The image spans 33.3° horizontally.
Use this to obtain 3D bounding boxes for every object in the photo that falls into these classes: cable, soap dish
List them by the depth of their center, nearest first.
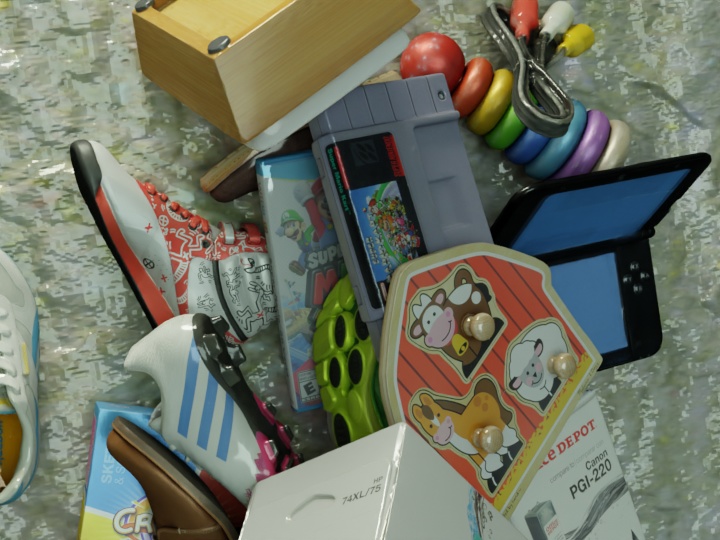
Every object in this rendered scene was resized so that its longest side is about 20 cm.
[{"bbox_3d":[-0.072,-0.179,0.881,0.157,0.200,0.081,-38,126,-11],"label":"soap dish"},{"bbox_3d":[0.140,-0.177,0.967,0.097,0.200,0.050,28,121,-4],"label":"cable"}]

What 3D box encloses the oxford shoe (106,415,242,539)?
[{"bbox_3d":[-0.131,0.195,0.901,0.071,0.071,0.200,-39,103,-6],"label":"oxford shoe"}]

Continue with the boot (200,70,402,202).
[{"bbox_3d":[-0.010,-0.052,0.967,0.200,0.072,0.167,-27,97,-17],"label":"boot"}]

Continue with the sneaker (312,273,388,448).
[{"bbox_3d":[0.018,0.094,0.925,0.083,0.074,0.200,-11,94,-43],"label":"sneaker"}]

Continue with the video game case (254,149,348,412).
[{"bbox_3d":[0.000,0.000,0.947,0.143,0.018,0.200,-12,104,-19],"label":"video game case"}]

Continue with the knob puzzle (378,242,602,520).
[{"bbox_3d":[0.091,0.068,0.878,0.219,0.030,0.220,0,90,-36],"label":"knob puzzle"}]

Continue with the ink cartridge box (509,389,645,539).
[{"bbox_3d":[0.154,0.216,0.993,0.146,0.085,0.200,-26,98,-40],"label":"ink cartridge box"}]

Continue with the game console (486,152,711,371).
[{"bbox_3d":[0.191,0.006,0.987,0.200,0.116,0.176,-11,95,-27],"label":"game console"}]

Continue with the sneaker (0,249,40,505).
[{"bbox_3d":[-0.272,0.073,0.892,0.076,0.081,0.200,-10,93,-14],"label":"sneaker"}]

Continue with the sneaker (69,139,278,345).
[{"bbox_3d":[-0.137,-0.028,0.936,0.108,0.067,0.202,-29,103,-14],"label":"sneaker"}]

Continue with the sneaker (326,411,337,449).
[{"bbox_3d":[0.033,0.179,0.976,0.070,0.093,0.200,-19,97,-15],"label":"sneaker"}]

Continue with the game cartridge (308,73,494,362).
[{"bbox_3d":[0.038,-0.042,0.895,0.129,0.038,0.200,-15,88,-41],"label":"game cartridge"}]

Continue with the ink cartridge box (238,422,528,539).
[{"bbox_3d":[0.025,0.235,0.831,0.200,0.147,0.146,45,36,-25],"label":"ink cartridge box"}]

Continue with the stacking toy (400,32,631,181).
[{"bbox_3d":[0.124,-0.134,1.003,0.200,0.085,0.085,31,83,-11],"label":"stacking toy"}]

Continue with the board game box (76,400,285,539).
[{"bbox_3d":[-0.147,0.212,0.952,0.153,0.040,0.200,8,90,-16],"label":"board game box"}]

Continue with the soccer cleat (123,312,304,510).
[{"bbox_3d":[-0.106,0.125,0.913,0.086,0.070,0.200,-22,106,13],"label":"soccer cleat"}]
